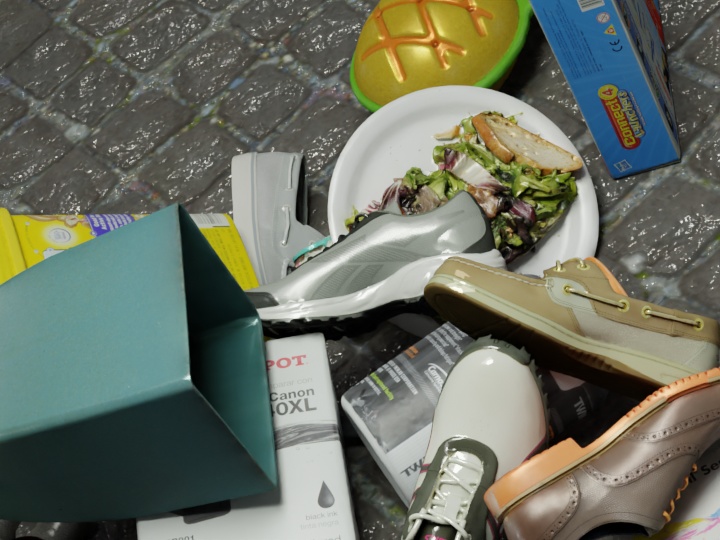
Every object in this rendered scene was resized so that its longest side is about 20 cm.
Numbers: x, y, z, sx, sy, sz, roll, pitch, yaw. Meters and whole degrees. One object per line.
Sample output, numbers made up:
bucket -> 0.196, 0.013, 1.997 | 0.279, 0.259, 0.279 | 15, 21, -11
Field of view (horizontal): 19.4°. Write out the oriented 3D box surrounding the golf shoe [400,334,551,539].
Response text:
golf shoe -> 0.067, 0.143, 1.316 | 0.077, 0.088, 0.201 | 15, 100, 13

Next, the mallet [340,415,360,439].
mallet -> -0.050, 0.106, 1.520 | 0.199, 0.041, 0.066 | -8, 50, 16

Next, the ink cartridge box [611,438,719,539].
ink cartridge box -> 0.219, 0.158, 1.301 | 0.117, 0.067, 0.200 | -30, 43, 1

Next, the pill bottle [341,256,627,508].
pill bottle -> 0.095, 0.073, 1.417 | 0.200, 0.106, 0.106 | -34, 43, -4

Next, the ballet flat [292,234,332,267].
ballet flat -> 0.041, -0.025, 1.570 | 0.199, 0.076, 0.064 | -30, 81, -13

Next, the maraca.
maraca -> 0.077, -0.193, 1.672 | 0.137, 0.107, 0.200 | 33, 70, 36

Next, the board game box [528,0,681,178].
board game box -> 0.175, -0.207, 1.566 | 0.056, 0.200, 0.196 | -16, 44, 16

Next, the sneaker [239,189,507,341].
sneaker -> 0.000, 0.000, 1.454 | 0.199, 0.074, 0.080 | -15, 76, 9

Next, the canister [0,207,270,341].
canister -> -0.178, 0.023, 1.514 | 0.199, 0.087, 0.149 | -1, 44, -24

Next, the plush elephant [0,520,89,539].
plush elephant -> -0.252, 0.207, 1.442 | 0.200, 0.155, 0.165 | -43, 45, -14

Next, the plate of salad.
plate of salad -> 0.076, -0.044, 1.515 | 0.199, 0.048, 0.201 | 2, 72, -6

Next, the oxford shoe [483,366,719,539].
oxford shoe -> 0.178, 0.120, 1.275 | 0.199, 0.071, 0.073 | -29, 70, -1

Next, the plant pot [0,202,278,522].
plant pot -> -0.175, 0.078, 1.353 | 0.199, 0.141, 0.142 | -18, 52, 12

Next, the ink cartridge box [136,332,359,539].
ink cartridge box -> -0.078, 0.152, 1.414 | 0.144, 0.084, 0.201 | -10, 54, 0

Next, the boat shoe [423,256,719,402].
boat shoe -> 0.138, 0.028, 1.340 | 0.074, 0.199, 0.067 | 145, 146, -69

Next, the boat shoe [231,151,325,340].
boat shoe -> -0.057, -0.014, 1.613 | 0.068, 0.072, 0.201 | -10, 43, 2
